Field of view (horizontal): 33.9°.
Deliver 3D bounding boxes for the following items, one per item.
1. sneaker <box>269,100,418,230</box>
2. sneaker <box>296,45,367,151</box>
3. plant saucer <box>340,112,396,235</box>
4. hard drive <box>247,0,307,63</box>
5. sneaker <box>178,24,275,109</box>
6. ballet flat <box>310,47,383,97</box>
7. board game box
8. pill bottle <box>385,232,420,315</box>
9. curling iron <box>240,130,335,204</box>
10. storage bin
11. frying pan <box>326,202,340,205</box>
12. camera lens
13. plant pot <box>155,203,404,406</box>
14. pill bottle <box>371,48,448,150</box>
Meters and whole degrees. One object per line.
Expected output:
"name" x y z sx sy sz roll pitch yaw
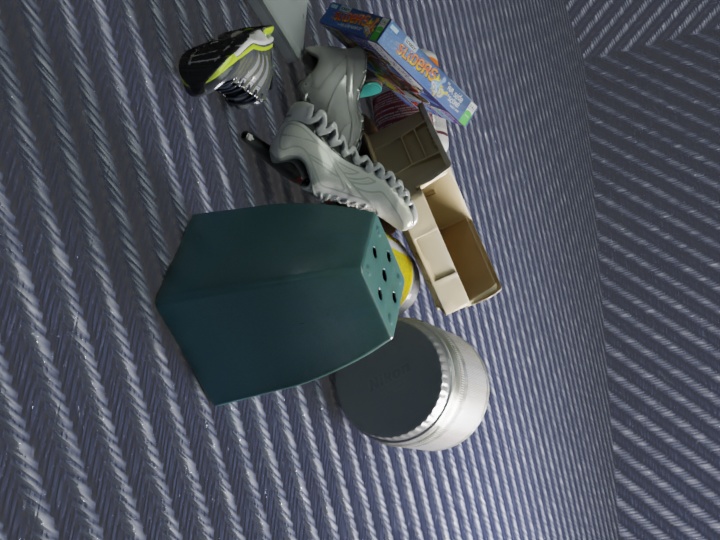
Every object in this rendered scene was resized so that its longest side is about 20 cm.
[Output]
"sneaker" -0.020 -0.105 1.375 0.199 0.075 0.081 39 72 -12
"sneaker" -0.040 -0.196 1.477 0.075 0.086 0.202 117 -23 -57
"plant saucer" 0.009 -0.128 1.603 0.200 0.029 0.203 -14 90 -71
"hard drive" -0.119 -0.372 1.456 0.200 0.026 0.133 55 32 -51
"sneaker" -0.133 -0.212 1.278 0.200 0.073 0.082 -51 130 -63
"ballet flat" -0.019 -0.271 1.619 0.200 0.072 0.074 -25 103 -67
"board game box" 0.051 -0.269 1.551 0.200 0.135 0.035 37 86 -42
"pill bottle" 0.000 0.000 1.469 0.200 0.113 0.116 24 58 -66
"curling iron" -0.082 -0.124 1.414 0.199 0.025 0.050 23 44 -54
"storage bin" 0.095 -0.078 1.550 0.199 0.093 0.201 -106 172 -57
"frying pan" -0.025 -0.072 1.550 0.191 0.031 0.116 -74 145 -48
"camera lens" 0.070 0.148 1.517 0.200 0.158 0.162 25 57 -66
"plant pot" -0.066 0.021 1.154 0.142 0.198 0.142 -76 149 -50
"pill bottle" 0.076 -0.224 1.790 0.109 0.108 0.203 14 68 -68
